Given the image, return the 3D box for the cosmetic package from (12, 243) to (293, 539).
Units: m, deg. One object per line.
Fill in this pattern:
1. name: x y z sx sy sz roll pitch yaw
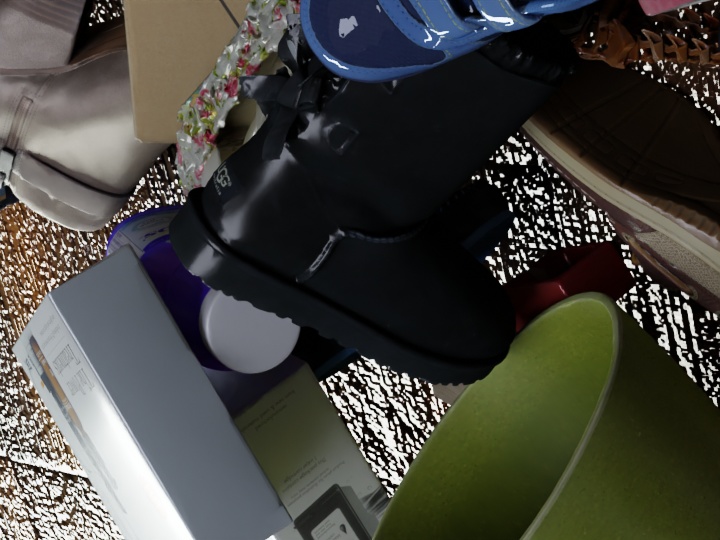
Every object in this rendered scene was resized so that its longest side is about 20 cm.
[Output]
1. cosmetic package: -0.111 0.079 0.982 0.151 0.052 0.200 57 162 1

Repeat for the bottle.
1. bottle: -0.078 0.009 1.002 0.200 0.083 0.066 -150 55 -72

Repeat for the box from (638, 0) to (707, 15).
1. box: 0.135 -0.214 0.702 0.109 0.128 0.201 -14 106 45

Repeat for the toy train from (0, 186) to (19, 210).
1. toy train: -0.233 -0.116 1.098 0.085 0.114 0.201 26 130 33

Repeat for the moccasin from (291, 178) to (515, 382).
1. moccasin: 0.000 0.000 0.996 0.200 0.080 0.068 -38 81 47

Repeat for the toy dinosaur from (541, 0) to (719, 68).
1. toy dinosaur: 0.082 -0.141 0.842 0.199 0.103 0.136 7 148 -6

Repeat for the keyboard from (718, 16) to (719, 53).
1. keyboard: 0.220 -0.092 0.733 0.104 0.040 0.199 29 151 -35

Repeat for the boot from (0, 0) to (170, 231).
1. boot: -0.125 -0.080 1.038 0.199 0.070 0.147 28 128 4

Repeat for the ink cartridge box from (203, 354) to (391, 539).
1. ink cartridge box: -0.029 0.134 1.074 0.201 0.067 0.116 60 164 -23

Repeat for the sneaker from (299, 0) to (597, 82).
1. sneaker: 0.049 -0.117 0.667 0.199 0.082 0.074 -25 102 35

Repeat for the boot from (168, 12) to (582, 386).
1. boot: 0.031 -0.042 0.830 0.163 0.198 0.074 -49 39 25

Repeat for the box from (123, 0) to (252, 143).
1. box: -0.032 -0.151 0.911 0.162 0.021 0.201 2 121 4

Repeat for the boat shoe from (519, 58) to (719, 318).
1. boat shoe: 0.142 -0.020 0.865 0.200 0.072 0.072 36 141 20

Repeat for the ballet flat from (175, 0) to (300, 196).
1. ballet flat: -0.043 -0.067 0.895 0.075 0.064 0.200 10 142 -13

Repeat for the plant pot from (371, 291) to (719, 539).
1. plant pot: 0.130 0.142 0.866 0.200 0.188 0.187 35 139 -12

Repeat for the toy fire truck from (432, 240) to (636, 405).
1. toy fire truck: 0.081 0.079 0.996 0.200 0.049 0.141 -28 95 48
